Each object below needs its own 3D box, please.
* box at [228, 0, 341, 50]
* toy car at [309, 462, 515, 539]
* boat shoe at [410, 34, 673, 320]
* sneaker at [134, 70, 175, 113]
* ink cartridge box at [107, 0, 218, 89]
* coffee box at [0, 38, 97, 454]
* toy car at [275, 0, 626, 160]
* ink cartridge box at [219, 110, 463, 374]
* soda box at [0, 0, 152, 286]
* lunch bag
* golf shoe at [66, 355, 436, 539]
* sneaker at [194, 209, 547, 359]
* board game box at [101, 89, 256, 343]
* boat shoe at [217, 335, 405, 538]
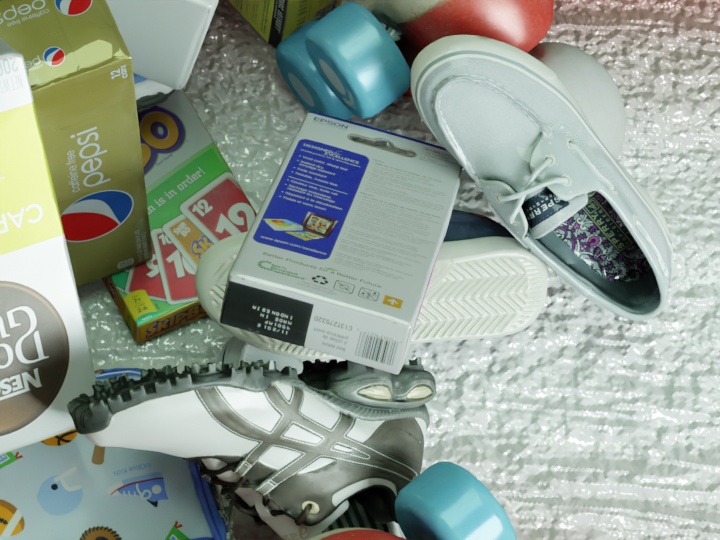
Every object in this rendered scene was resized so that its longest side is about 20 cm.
[{"bbox_3d":[-0.089,-0.228,1.515,0.050,0.075,0.200,-33,66,-25],"label":"box"},{"bbox_3d":[0.046,0.214,1.152,0.184,0.200,0.177,-39,112,-19],"label":"toy car"},{"bbox_3d":[0.105,-0.047,1.341,0.201,0.070,0.072,42,24,-27],"label":"boat shoe"},{"bbox_3d":[-0.190,-0.151,1.429,0.199,0.077,0.076,25,51,19],"label":"sneaker"},{"bbox_3d":[-0.131,-0.223,1.402,0.144,0.084,0.201,20,56,-5],"label":"ink cartridge box"},{"bbox_3d":[-0.266,-0.011,1.239,0.199,0.199,0.200,-18,23,-20],"label":"coffee box"},{"bbox_3d":[0.086,-0.104,1.437,0.184,0.177,0.200,-37,98,-11],"label":"toy car"},{"bbox_3d":[-0.005,-0.019,1.293,0.094,0.037,0.200,16,31,3],"label":"ink cartridge box"},{"bbox_3d":[-0.154,-0.071,1.310,0.064,0.200,0.068,-21,63,-12],"label":"soda box"},{"bbox_3d":[-0.162,0.142,1.280,0.199,0.076,0.161,-13,61,-10],"label":"lunch bag"},{"bbox_3d":[-0.048,0.090,1.222,0.199,0.078,0.095,1,87,-30],"label":"golf shoe"},{"bbox_3d":[0.000,0.000,1.379,0.199,0.075,0.085,3,23,-19],"label":"sneaker"},{"bbox_3d":[-0.130,-0.058,1.436,0.095,0.030,0.200,-23,61,-18],"label":"board game box"},{"bbox_3d":[-0.017,0.103,1.324,0.073,0.067,0.201,-22,64,-19],"label":"boat shoe"}]
